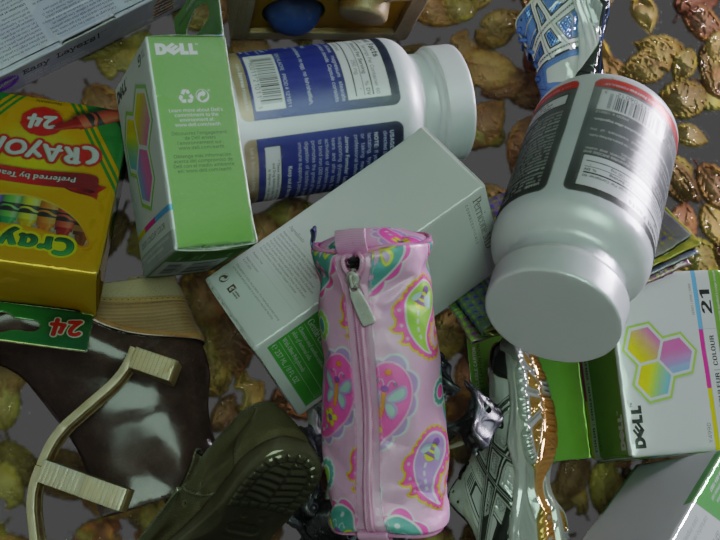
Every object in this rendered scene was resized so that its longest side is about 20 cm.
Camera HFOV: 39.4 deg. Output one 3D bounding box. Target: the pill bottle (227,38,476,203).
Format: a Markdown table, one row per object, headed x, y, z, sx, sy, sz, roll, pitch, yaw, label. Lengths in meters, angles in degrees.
| x | y | z | sx | sy | sz | roll | pitch | yaw | label |
| --- | --- | --- | --- | --- | --- | --- | --- | --- | --- |
| -0.018 | -0.121 | 0.792 | 0.199 | 0.116 | 0.116 | -9 | 80 | -14 | pill bottle |

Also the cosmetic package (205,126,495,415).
| x | y | z | sx | sy | sz | roll | pitch | yaw | label |
| --- | --- | --- | --- | --- | --- | --- | --- | --- | --- |
| 0.000 | 0.000 | 0.750 | 0.200 | 0.108 | 0.085 | -35 | 52 | -6 | cosmetic package |

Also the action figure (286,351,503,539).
| x | y | z | sx | sy | sz | roll | pitch | yaw | label |
| --- | --- | --- | --- | --- | --- | --- | --- | --- | --- |
| 0.012 | 0.150 | 0.751 | 0.119 | 0.102 | 0.200 | 40 | 103 | -15 | action figure |

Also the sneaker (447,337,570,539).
| x | y | z | sx | sy | sz | roll | pitch | yaw | label |
| --- | --- | --- | --- | --- | --- | --- | --- | --- | --- |
| 0.103 | 0.150 | 0.765 | 0.087 | 0.076 | 0.201 | -11 | 72 | 28 | sneaker |

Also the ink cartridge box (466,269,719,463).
| x | y | z | sx | sy | sz | roll | pitch | yaw | label |
| --- | --- | --- | --- | --- | --- | --- | --- | --- | --- |
| 0.194 | 0.081 | 0.814 | 0.199 | 0.076 | 0.149 | -2 | 78 | -14 | ink cartridge box |

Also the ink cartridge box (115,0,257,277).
| x | y | z | sx | sy | sz | roll | pitch | yaw | label |
| --- | --- | --- | --- | --- | --- | --- | --- | --- | --- |
| -0.130 | -0.103 | 0.711 | 0.059 | 0.104 | 0.201 | -6 | 83 | -25 | ink cartridge box |

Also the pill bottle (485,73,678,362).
| x | y | z | sx | sy | sz | roll | pitch | yaw | label |
| --- | --- | --- | --- | --- | --- | --- | --- | --- | --- |
| 0.160 | -0.040 | 0.733 | 0.116 | 0.116 | 0.200 | 29 | 53 | -5 | pill bottle |

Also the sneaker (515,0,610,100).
| x | y | z | sx | sy | sz | roll | pitch | yaw | label |
| --- | --- | --- | --- | --- | --- | --- | --- | --- | --- |
| 0.174 | -0.189 | 0.881 | 0.077 | 0.076 | 0.201 | 5 | 78 | 16 | sneaker |

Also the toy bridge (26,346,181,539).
| x | y | z | sx | sy | sz | roll | pitch | yaw | label |
| --- | --- | --- | --- | --- | --- | --- | --- | --- | --- |
| -0.189 | 0.147 | 0.685 | 0.067 | 0.027 | 0.201 | 19 | 77 | 3 | toy bridge |

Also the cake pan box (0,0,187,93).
| x | y | z | sx | sy | sz | roll | pitch | yaw | label |
| --- | --- | --- | --- | --- | --- | --- | --- | --- | --- |
| -0.265 | -0.255 | 0.804 | 0.200 | 0.052 | 0.185 | -33 | 84 | -17 | cake pan box |

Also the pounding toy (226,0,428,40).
| x | y | z | sx | sy | sz | roll | pitch | yaw | label |
| --- | --- | --- | --- | --- | --- | --- | --- | --- | --- |
| 0.002 | -0.246 | 0.787 | 0.199 | 0.184 | 0.143 | -2 | 79 | -13 | pounding toy |

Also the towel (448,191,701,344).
| x | y | z | sx | sy | sz | roll | pitch | yaw | label |
| --- | --- | --- | --- | --- | --- | --- | --- | --- | --- |
| 0.153 | -0.026 | 0.815 | 0.199 | 0.023 | 0.144 | -20 | 48 | -8 | towel |

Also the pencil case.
| x | y | z | sx | sy | sz | roll | pitch | yaw | label |
| --- | --- | --- | --- | --- | --- | --- | --- | --- | --- |
| 0.012 | 0.070 | 0.648 | 0.087 | 0.087 | 0.201 | -5 | 96 | -13 | pencil case |

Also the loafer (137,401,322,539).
| x | y | z | sx | sy | sz | roll | pitch | yaw | label |
| --- | --- | --- | --- | --- | --- | --- | --- | --- | --- |
| -0.097 | 0.167 | 0.704 | 0.076 | 0.200 | 0.068 | 29 | 29 | -31 | loafer |

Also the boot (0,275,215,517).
| x | y | z | sx | sy | sz | roll | pitch | yaw | label |
| --- | --- | --- | --- | --- | --- | --- | --- | --- | --- |
| -0.204 | 0.096 | 0.728 | 0.199 | 0.072 | 0.167 | -10 | 78 | -18 | boot |

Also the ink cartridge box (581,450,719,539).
| x | y | z | sx | sy | sz | roll | pitch | yaw | label |
| --- | --- | --- | --- | --- | --- | --- | --- | --- | --- |
| 0.256 | 0.258 | 0.742 | 0.145 | 0.087 | 0.201 | -33 | 98 | -46 | ink cartridge box |

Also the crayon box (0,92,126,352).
| x | y | z | sx | sy | sz | roll | pitch | yaw | label |
| --- | --- | --- | --- | --- | --- | --- | --- | --- | --- |
| -0.239 | -0.041 | 0.717 | 0.126 | 0.051 | 0.201 | 7 | 49 | -11 | crayon box |
